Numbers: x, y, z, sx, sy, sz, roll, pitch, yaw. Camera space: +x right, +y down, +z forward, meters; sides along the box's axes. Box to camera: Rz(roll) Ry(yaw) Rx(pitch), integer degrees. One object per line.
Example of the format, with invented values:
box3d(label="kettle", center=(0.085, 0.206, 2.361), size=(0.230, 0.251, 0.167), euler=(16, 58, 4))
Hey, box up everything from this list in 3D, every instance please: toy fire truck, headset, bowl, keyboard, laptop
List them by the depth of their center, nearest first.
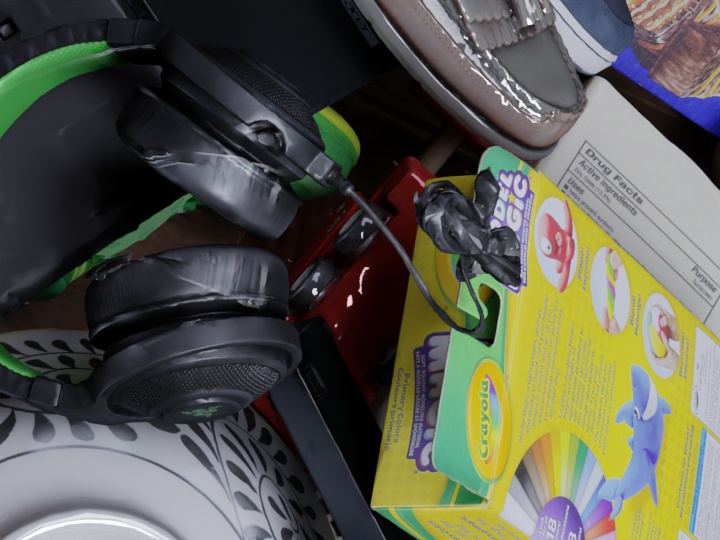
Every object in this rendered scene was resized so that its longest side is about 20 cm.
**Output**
box3d(label="headset", center=(-0.049, -0.015, 0.885), size=(0.199, 0.094, 0.124), euler=(7, 80, 19))
box3d(label="bowl", center=(-0.091, 0.118, 0.929), size=(0.200, 0.094, 0.202), euler=(0, 88, -13))
box3d(label="keyboard", center=(0.009, 0.114, 0.943), size=(0.040, 0.104, 0.201), euler=(-28, 90, 11))
box3d(label="laptop", center=(-0.111, -0.094, 0.997), size=(0.200, 0.103, 0.178), euler=(-34, 90, 0))
box3d(label="toy fire truck", center=(0.000, 0.000, 1.056), size=(0.049, 0.141, 0.200), euler=(41, 98, -9))

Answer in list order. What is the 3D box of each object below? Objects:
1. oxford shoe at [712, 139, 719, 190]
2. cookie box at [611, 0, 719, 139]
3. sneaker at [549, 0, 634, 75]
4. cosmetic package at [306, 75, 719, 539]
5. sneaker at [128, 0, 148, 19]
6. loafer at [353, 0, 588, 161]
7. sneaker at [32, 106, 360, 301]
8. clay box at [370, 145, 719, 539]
box3d(label="oxford shoe", center=(0.199, 0.021, 1.183), size=(0.073, 0.084, 0.201), euler=(-33, 112, -25))
box3d(label="cookie box", center=(0.194, -0.123, 1.162), size=(0.200, 0.171, 0.075), euler=(31, 34, -17))
box3d(label="sneaker", center=(0.093, -0.181, 1.067), size=(0.203, 0.146, 0.077), euler=(62, 13, -18))
box3d(label="cosmetic package", center=(0.062, 0.037, 1.097), size=(0.105, 0.071, 0.200), euler=(43, 58, -12))
box3d(label="sneaker", center=(-0.099, -0.125, 1.057), size=(0.199, 0.077, 0.112), euler=(0, 64, -36))
box3d(label="loafer", center=(0.019, -0.132, 1.021), size=(0.200, 0.063, 0.072), euler=(54, 31, 6))
box3d(label="sneaker", center=(-0.098, -0.030, 1.032), size=(0.199, 0.074, 0.084), euler=(-1, 75, -19))
box3d(label="clay box", center=(0.065, 0.049, 0.972), size=(0.200, 0.047, 0.115), euler=(38, 55, -49))
